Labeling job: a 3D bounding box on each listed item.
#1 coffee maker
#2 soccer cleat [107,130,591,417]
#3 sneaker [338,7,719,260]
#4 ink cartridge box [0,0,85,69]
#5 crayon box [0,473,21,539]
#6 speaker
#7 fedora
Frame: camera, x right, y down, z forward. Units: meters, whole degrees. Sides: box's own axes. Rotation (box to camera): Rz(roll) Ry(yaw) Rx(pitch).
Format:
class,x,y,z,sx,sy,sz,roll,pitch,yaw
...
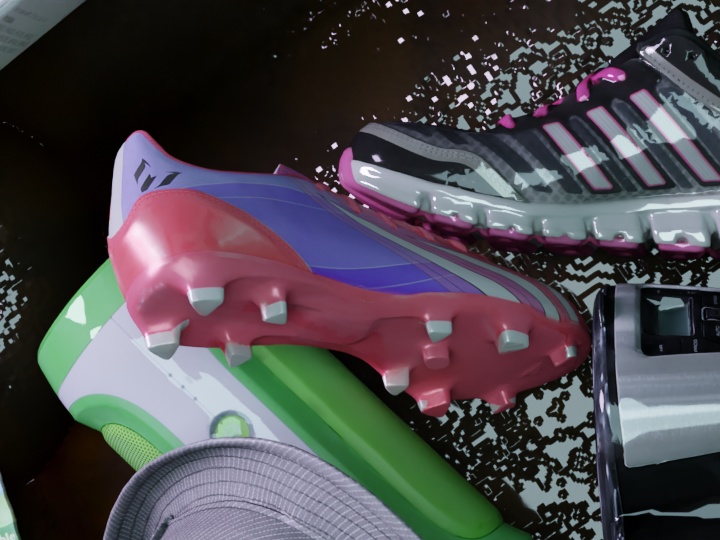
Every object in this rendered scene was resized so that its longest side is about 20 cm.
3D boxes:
class,x,y,z,sx,sy,sz,roll,pitch,yaw
coffee maker,0.184,0.088,1.012,0.199,0.135,0.193,-8,93,10
soccer cleat,0.000,0.000,1.036,0.067,0.199,0.077,-41,51,42
sneaker,0.093,-0.050,1.061,0.198,0.074,0.088,3,87,5
ink cartridge box,-0.214,-0.108,1.098,0.200,0.085,0.146,-38,85,8
crayon box,-0.165,0.188,1.104,0.125,0.052,0.201,-20,86,7
speaker,-0.021,0.074,1.067,0.200,0.088,0.089,43,95,7
fedora,-0.039,0.156,1.011,0.177,0.200,0.090,48,57,-1
